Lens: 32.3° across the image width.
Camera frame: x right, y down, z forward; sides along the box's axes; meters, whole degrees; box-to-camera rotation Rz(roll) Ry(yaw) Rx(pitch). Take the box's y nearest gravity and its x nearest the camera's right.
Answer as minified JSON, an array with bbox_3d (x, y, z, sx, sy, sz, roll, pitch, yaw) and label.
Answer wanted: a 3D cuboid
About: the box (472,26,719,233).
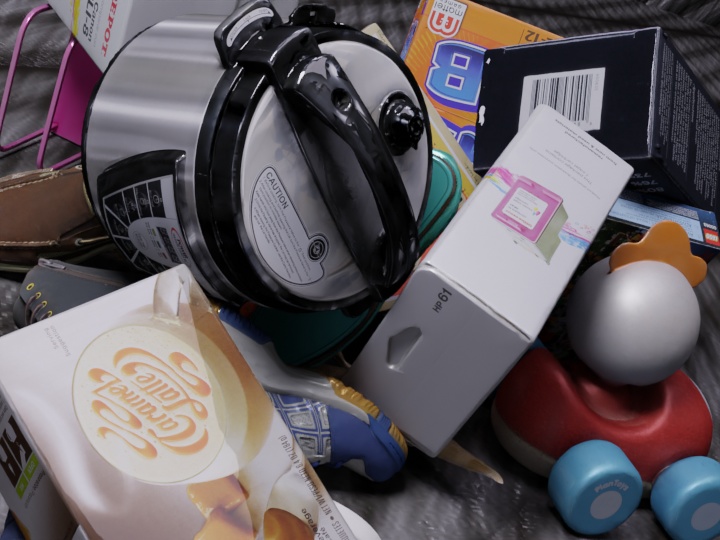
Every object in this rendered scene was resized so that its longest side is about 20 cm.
[{"bbox_3d":[0.199,-0.099,0.999,0.147,0.106,0.200,-1,-16,31],"label":"box"}]

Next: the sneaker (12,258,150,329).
[{"bbox_3d":[-0.181,0.057,0.759,0.105,0.076,0.200,12,23,10],"label":"sneaker"}]

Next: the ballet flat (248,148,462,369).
[{"bbox_3d":[0.000,0.000,0.862,0.067,0.200,0.070,45,8,11],"label":"ballet flat"}]

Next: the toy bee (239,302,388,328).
[{"bbox_3d":[-0.055,-0.014,0.957,0.108,0.132,0.200,-25,59,-28],"label":"toy bee"}]

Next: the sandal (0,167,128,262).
[{"bbox_3d":[-0.177,-0.040,0.945,0.209,0.070,0.078,-4,66,-6],"label":"sandal"}]

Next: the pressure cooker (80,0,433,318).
[{"bbox_3d":[-0.053,-0.068,0.752,0.199,0.181,0.175,14,3,44],"label":"pressure cooker"}]

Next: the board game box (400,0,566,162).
[{"bbox_3d":[0.123,-0.149,1.236,0.198,0.202,0.200,20,11,-3],"label":"board game box"}]

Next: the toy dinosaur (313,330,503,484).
[{"bbox_3d":[0.027,0.097,0.882,0.199,0.059,0.101,28,40,20],"label":"toy dinosaur"}]

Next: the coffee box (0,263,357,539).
[{"bbox_3d":[-0.085,0.113,0.569,0.114,0.080,0.201,-23,73,-36],"label":"coffee box"}]

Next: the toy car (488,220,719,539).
[{"bbox_3d":[0.203,0.060,0.907,0.175,0.202,0.185,11,26,-24],"label":"toy car"}]

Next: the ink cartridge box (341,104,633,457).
[{"bbox_3d":[0.085,0.005,0.829,0.084,0.145,0.200,36,46,4],"label":"ink cartridge box"}]

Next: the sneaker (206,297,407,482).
[{"bbox_3d":[-0.059,0.096,0.774,0.199,0.089,0.075,34,-20,-27],"label":"sneaker"}]

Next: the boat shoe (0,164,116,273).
[{"bbox_3d":[-0.188,-0.050,0.868,0.200,0.075,0.075,-9,69,-9],"label":"boat shoe"}]

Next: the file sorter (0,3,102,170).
[{"bbox_3d":[-0.186,-0.128,1.042,0.198,0.140,0.125,25,25,7],"label":"file sorter"}]

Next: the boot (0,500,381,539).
[{"bbox_3d":[-0.086,0.154,0.636,0.198,0.073,0.091,15,35,-5],"label":"boot"}]

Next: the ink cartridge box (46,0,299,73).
[{"bbox_3d":[-0.152,-0.248,0.975,0.143,0.146,0.200,-2,35,-37],"label":"ink cartridge box"}]

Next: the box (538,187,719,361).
[{"bbox_3d":[0.172,0.010,0.995,0.135,0.200,0.038,12,51,-19],"label":"box"}]

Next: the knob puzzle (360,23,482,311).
[{"bbox_3d":[0.002,-0.057,0.919,0.218,0.222,0.030,6,-6,-33],"label":"knob puzzle"}]
